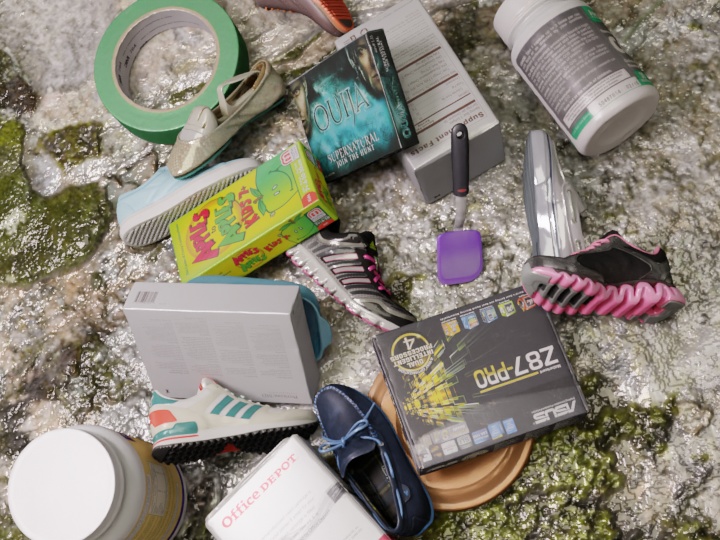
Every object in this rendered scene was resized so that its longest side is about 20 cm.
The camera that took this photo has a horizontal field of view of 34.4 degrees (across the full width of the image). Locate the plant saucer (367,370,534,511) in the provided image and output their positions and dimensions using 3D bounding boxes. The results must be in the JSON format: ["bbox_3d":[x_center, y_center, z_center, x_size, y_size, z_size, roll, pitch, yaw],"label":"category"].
[{"bbox_3d":[0.100,0.172,1.329,0.199,0.032,0.201,-3,74,11],"label":"plant saucer"}]

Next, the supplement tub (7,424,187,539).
[{"bbox_3d":[-0.291,0.251,1.303,0.145,0.200,0.146,-3,74,11],"label":"supplement tub"}]

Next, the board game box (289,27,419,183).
[{"bbox_3d":[-0.012,-0.187,1.362,0.028,0.200,0.136,-18,91,-30],"label":"board game box"}]

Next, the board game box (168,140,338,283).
[{"bbox_3d":[-0.132,-0.059,1.402,0.199,0.048,0.102,-31,51,14],"label":"board game box"}]

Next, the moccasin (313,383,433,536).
[{"bbox_3d":[0.009,0.204,1.291,0.200,0.068,0.081,48,113,26],"label":"moccasin"}]

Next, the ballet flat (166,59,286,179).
[{"bbox_3d":[-0.176,-0.193,1.446,0.067,0.063,0.200,13,49,46],"label":"ballet flat"}]

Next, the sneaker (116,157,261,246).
[{"bbox_3d":[-0.219,-0.108,1.456,0.199,0.074,0.082,-23,65,3],"label":"sneaker"}]

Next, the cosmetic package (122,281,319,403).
[{"bbox_3d":[-0.158,0.085,1.348,0.199,0.151,0.052,2,41,12],"label":"cosmetic package"}]

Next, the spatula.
[{"bbox_3d":[0.115,-0.075,1.337,0.056,0.201,0.021,-6,32,-7],"label":"spatula"}]

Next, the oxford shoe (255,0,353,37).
[{"bbox_3d":[-0.090,-0.360,1.514,0.200,0.071,0.073,45,116,17],"label":"oxford shoe"}]

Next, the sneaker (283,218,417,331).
[{"bbox_3d":[0.000,0.000,1.377,0.200,0.074,0.088,39,92,24],"label":"sneaker"}]

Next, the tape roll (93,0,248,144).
[{"bbox_3d":[-0.247,-0.266,1.521,0.199,0.048,0.202,-3,75,11],"label":"tape roll"}]

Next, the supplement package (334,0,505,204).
[{"bbox_3d":[0.073,-0.203,1.396,0.117,0.117,0.201,-30,71,0],"label":"supplement package"}]

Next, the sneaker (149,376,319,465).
[{"bbox_3d":[-0.147,0.161,1.337,0.199,0.070,0.094,-6,60,-19],"label":"sneaker"}]

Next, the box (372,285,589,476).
[{"bbox_3d":[0.130,0.119,1.291,0.199,0.049,0.162,-17,71,-5],"label":"box"}]

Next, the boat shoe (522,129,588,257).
[{"bbox_3d":[0.231,-0.065,1.356,0.066,0.074,0.201,-3,84,-4],"label":"boat shoe"}]

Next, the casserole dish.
[{"bbox_3d":[-0.128,0.055,1.374,0.199,0.122,0.039,4,42,9],"label":"casserole dish"}]

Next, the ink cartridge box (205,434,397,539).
[{"bbox_3d":[-0.053,0.305,1.297,0.145,0.083,0.200,-44,70,-2],"label":"ink cartridge box"}]

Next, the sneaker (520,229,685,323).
[{"bbox_3d":[0.265,-0.002,1.295,0.199,0.079,0.096,9,64,-21],"label":"sneaker"}]

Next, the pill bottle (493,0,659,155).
[{"bbox_3d":[0.249,-0.244,1.371,0.113,0.113,0.200,-34,71,1],"label":"pill bottle"}]
